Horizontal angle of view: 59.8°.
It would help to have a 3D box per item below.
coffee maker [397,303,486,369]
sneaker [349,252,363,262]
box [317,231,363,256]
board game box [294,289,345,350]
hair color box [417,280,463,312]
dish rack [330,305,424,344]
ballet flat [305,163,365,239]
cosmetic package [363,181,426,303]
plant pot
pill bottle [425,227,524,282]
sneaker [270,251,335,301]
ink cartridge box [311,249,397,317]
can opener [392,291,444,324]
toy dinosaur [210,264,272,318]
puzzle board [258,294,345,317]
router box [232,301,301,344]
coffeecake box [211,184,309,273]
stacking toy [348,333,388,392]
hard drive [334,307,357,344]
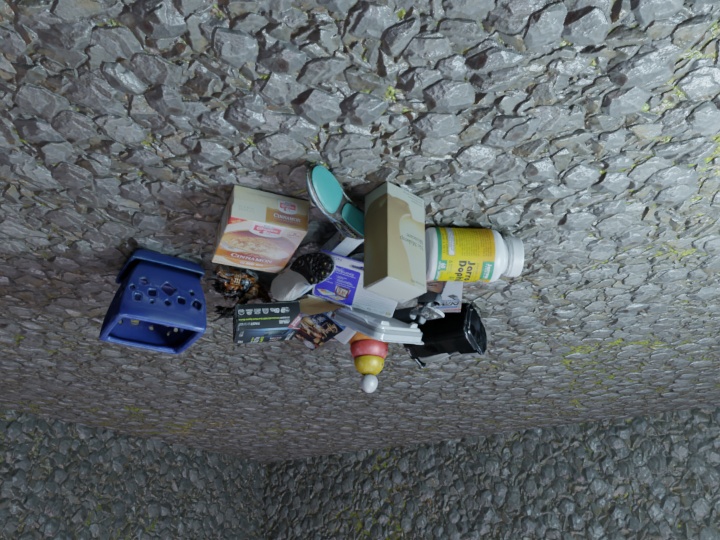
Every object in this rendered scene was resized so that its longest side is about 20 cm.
[{"bbox_3d":[0.220,0.172,1.707,0.198,0.136,0.192,-18,148,31],"label":"coffee maker"},{"bbox_3d":[0.000,0.000,1.453,0.088,0.076,0.200,31,140,-21],"label":"sneaker"},{"bbox_3d":[-0.034,-0.063,1.341,0.041,0.039,0.200,16,150,-24],"label":"box"},{"bbox_3d":[-0.132,0.136,1.678,0.135,0.035,0.200,40,144,-9],"label":"board game box"},{"bbox_3d":[0.191,0.038,1.517,0.110,0.065,0.200,-2,153,7],"label":"hair color box"},{"bbox_3d":[0.045,0.123,1.463,0.171,0.044,0.199,22,-173,39],"label":"dish rack"},{"bbox_3d":[-0.056,-0.123,1.179,0.074,0.075,0.200,-15,136,29],"label":"ballet flat"},{"bbox_3d":[0.065,-0.052,1.178,0.105,0.202,0.071,19,148,-35],"label":"cosmetic package"},{"bbox_3d":[-0.473,0.070,1.453,0.198,0.182,0.200,15,149,-28],"label":"plant pot"},{"bbox_3d":[0.234,-0.032,1.318,0.197,0.114,0.113,2,154,-4],"label":"pill bottle"},{"bbox_3d":[-0.116,0.008,1.324,0.199,0.072,0.072,-28,179,43],"label":"sneaker"},{"bbox_3d":[-0.002,0.020,1.368,0.196,0.044,0.201,17,150,0],"label":"ink cartridge box"},{"bbox_3d":[0.139,0.094,1.515,0.053,0.067,0.200,28,161,-19],"label":"can opener"},{"bbox_3d":[-0.289,0.053,1.527,0.135,0.103,0.200,-32,120,21],"label":"toy dinosaur"},{"bbox_3d":[-0.156,0.089,1.535,0.198,0.018,0.150,-13,161,33],"label":"puzzle board"},{"bbox_3d":[-0.227,0.127,1.494,0.148,0.063,0.200,-2,165,-13],"label":"router box"},{"bbox_3d":[-0.206,-0.077,1.274,0.152,0.074,0.200,11,151,-19],"label":"coffeecake box"},{"bbox_3d":[0.025,0.252,1.793,0.144,0.202,0.146,0,155,0],"label":"stacking toy"},{"bbox_3d":[-0.060,0.119,1.661,0.131,0.026,0.200,35,149,-1],"label":"hard drive"}]
